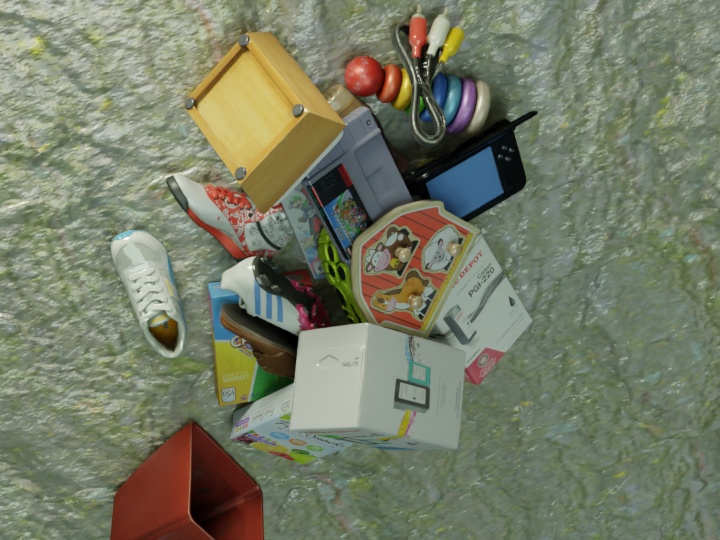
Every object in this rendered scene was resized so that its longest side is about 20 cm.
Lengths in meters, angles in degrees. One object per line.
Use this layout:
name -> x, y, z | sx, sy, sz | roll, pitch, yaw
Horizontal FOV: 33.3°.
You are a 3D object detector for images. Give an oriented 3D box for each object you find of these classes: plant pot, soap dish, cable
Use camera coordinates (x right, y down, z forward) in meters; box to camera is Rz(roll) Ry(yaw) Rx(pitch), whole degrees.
plant pot -> -0.277, 0.393, 1.868 | 0.176, 0.200, 0.200 | -27, 125, 15
soap dish -> -0.129, -0.195, 1.535 | 0.157, 0.200, 0.081 | -45, 147, 13
cable -> 0.083, -0.263, 1.589 | 0.097, 0.200, 0.050 | 15, 153, -13

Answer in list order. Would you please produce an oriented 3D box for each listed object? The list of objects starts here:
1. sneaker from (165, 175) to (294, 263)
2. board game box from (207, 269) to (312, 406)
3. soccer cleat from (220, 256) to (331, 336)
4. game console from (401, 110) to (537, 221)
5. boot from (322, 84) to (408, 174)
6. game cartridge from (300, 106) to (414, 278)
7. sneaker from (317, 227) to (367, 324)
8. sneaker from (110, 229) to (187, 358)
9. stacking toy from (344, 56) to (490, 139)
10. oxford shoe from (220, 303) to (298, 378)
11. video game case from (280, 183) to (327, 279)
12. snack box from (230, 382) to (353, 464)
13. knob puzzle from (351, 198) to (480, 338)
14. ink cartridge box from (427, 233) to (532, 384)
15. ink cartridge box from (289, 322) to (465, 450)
sneaker -> -0.171, -0.091, 1.668 | 0.108, 0.067, 0.201 | -38, 127, 7
board game box -> -0.147, 0.102, 1.808 | 0.153, 0.040, 0.200 | -8, 123, -12
soccer cleat -> -0.120, 0.046, 1.725 | 0.086, 0.070, 0.200 | -18, 137, 28
game console -> 0.160, -0.126, 1.698 | 0.200, 0.116, 0.176 | -30, 126, -12
boot -> -0.048, -0.142, 1.669 | 0.200, 0.072, 0.166 | -38, 122, 4
game cartridge -> 0.000, -0.100, 1.609 | 0.130, 0.038, 0.200 | -40, 119, -22
sneaker -> 0.000, 0.000, 1.708 | 0.084, 0.074, 0.200 | -38, 127, -25
sneaker -> -0.291, 0.032, 1.696 | 0.076, 0.081, 0.200 | -22, 123, -2
stacking toy -> 0.074, -0.245, 1.644 | 0.200, 0.085, 0.085 | 14, 115, -20
oxford shoe -> -0.134, 0.114, 1.755 | 0.200, 0.071, 0.071 | 34, 111, -32
video game case -> -0.031, -0.089, 1.679 | 0.143, 0.018, 0.200 | -26, 134, -5
snack box -> -0.089, 0.234, 1.838 | 0.142, 0.053, 0.200 | 23, 148, -29
knob puzzle -> 0.067, -0.005, 1.648 | 0.219, 0.030, 0.220 | -17, 122, -30
ink cartridge box -> 0.153, 0.051, 1.817 | 0.146, 0.085, 0.200 | -47, 125, -17
ink cartridge box -> 0.025, 0.168, 1.702 | 0.200, 0.147, 0.146 | 18, 71, -40
